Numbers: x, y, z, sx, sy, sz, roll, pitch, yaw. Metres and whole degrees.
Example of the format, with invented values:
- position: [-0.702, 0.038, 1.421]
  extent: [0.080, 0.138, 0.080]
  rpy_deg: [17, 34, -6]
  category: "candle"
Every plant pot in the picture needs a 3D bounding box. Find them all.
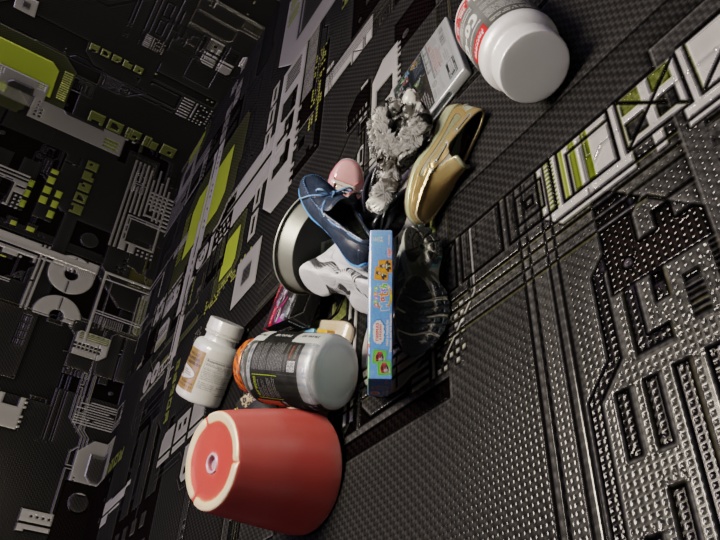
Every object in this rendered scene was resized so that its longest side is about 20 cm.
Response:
- position: [-0.156, 0.300, 1.066]
  extent: [0.199, 0.176, 0.203]
  rpy_deg: [-21, 60, 42]
  category: "plant pot"

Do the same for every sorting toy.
- position: [-0.091, 0.177, 1.261]
  extent: [0.199, 0.036, 0.187]
  rpy_deg: [-3, 67, 64]
  category: "sorting toy"

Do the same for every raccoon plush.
- position: [0.052, -0.197, 1.127]
  extent: [0.202, 0.096, 0.134]
  rpy_deg: [-61, -6, 11]
  category: "raccoon plush"

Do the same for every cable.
- position: [0.055, -0.141, 1.166]
  extent: [0.199, 0.051, 0.164]
  rpy_deg: [-34, 32, 26]
  category: "cable"

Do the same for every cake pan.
- position: [-0.070, -0.046, 1.243]
  extent: [0.036, 0.199, 0.202]
  rpy_deg: [23, 91, 37]
  category: "cake pan"

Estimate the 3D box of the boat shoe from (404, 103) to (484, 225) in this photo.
- position: [0.131, -0.162, 1.061]
  extent: [0.076, 0.071, 0.202]
  rpy_deg: [18, 87, 51]
  category: "boat shoe"

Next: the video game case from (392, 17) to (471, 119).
- position: [0.125, -0.343, 1.278]
  extent: [0.182, 0.023, 0.201]
  rpy_deg: [-50, 30, 34]
  category: "video game case"

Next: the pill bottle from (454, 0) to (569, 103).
- position: [0.208, -0.318, 0.970]
  extent: [0.114, 0.113, 0.201]
  rpy_deg: [-54, 27, 26]
  category: "pill bottle"

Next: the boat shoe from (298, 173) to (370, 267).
- position: [-0.030, -0.097, 1.136]
  extent: [0.200, 0.084, 0.069]
  rpy_deg: [47, 146, 25]
  category: "boat shoe"

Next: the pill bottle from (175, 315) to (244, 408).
- position: [-0.359, 0.219, 1.689]
  extent: [0.114, 0.113, 0.202]
  rpy_deg: [15, 83, 66]
  category: "pill bottle"

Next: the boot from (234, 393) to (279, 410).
- position: [-0.198, 0.318, 1.287]
  extent: [0.201, 0.073, 0.151]
  rpy_deg: [-52, 40, 24]
  category: "boot"

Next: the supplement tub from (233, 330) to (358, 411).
- position: [-0.110, 0.162, 1.143]
  extent: [0.198, 0.122, 0.124]
  rpy_deg: [-2, 66, 40]
  category: "supplement tub"

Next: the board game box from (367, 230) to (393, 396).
- position: [0.028, 0.065, 0.983]
  extent: [0.152, 0.036, 0.203]
  rpy_deg: [88, -176, -72]
  category: "board game box"

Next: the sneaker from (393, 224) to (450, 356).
- position: [0.081, 0.038, 1.004]
  extent: [0.087, 0.077, 0.202]
  rpy_deg: [115, 166, -56]
  category: "sneaker"

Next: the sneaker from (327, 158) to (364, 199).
- position: [-0.045, -0.115, 1.339]
  extent: [0.105, 0.075, 0.202]
  rpy_deg: [-72, 2, -80]
  category: "sneaker"

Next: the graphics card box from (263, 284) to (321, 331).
- position: [-0.129, 0.060, 1.390]
  extent: [0.200, 0.050, 0.127]
  rpy_deg: [-22, 44, 66]
  category: "graphics card box"

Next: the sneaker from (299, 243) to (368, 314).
- position: [0.000, 0.000, 1.163]
  extent: [0.198, 0.076, 0.115]
  rpy_deg: [16, 46, 38]
  category: "sneaker"
